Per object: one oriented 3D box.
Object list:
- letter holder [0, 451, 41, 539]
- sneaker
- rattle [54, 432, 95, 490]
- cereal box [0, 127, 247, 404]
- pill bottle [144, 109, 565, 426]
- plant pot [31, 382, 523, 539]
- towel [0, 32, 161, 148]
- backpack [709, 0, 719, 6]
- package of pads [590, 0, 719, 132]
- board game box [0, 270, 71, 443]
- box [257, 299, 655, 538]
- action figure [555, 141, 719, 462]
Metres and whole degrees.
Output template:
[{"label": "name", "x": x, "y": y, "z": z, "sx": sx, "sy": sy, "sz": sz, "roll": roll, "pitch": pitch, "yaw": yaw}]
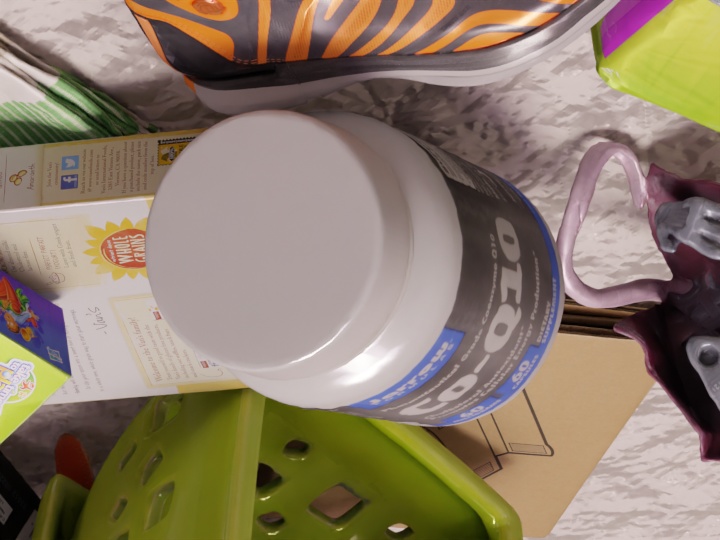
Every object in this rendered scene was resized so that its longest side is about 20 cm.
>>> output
[{"label": "letter holder", "x": -0.198, "y": 0.197, "z": 1.302, "sx": 0.142, "sy": 0.101, "sz": 0.200, "roll": -25, "pitch": 112, "yaw": 31}, {"label": "sneaker", "x": 0.002, "y": -0.119, "z": 0.942, "sx": 0.199, "sy": 0.078, "sz": 0.112, "roll": -17, "pitch": 146, "yaw": 18}, {"label": "rattle", "x": -0.107, "y": 0.186, "z": 1.342, "sx": 0.129, "sy": 0.144, "sz": 0.200, "roll": 2, "pitch": 156, "yaw": 22}, {"label": "cereal box", "x": -0.145, "y": 0.005, "z": 1.103, "sx": 0.199, "sy": 0.040, "sz": 0.144, "roll": -4, "pitch": 145, "yaw": 4}, {"label": "pill bottle", "x": 0.000, "y": 0.000, "z": 1.031, "sx": 0.113, "sy": 0.115, "sz": 0.200, "roll": -18, "pitch": 168, "yaw": 19}, {"label": "plant pot", "x": -0.051, "y": 0.174, "z": 1.213, "sx": 0.181, "sy": 0.200, "sz": 0.200, "roll": -32, "pitch": 125, "yaw": 30}, {"label": "towel", "x": -0.194, "y": -0.059, "z": 1.057, "sx": 0.152, "sy": 0.024, "sz": 0.200, "roll": -26, "pitch": 142, "yaw": 30}, {"label": "backpack", "x": 0.155, "y": -0.185, "z": 0.800, "sx": 0.199, "sy": 0.154, "sz": 0.176, "roll": -22, "pitch": 139, "yaw": 13}, {"label": "package of pads", "x": 0.201, "y": -0.101, "z": 1.002, "sx": 0.199, "sy": 0.069, "sz": 0.154, "roll": 18, "pitch": 140, "yaw": -30}, {"label": "board game box", "x": -0.232, "y": 0.059, "z": 1.056, "sx": 0.200, "sy": 0.045, "sz": 0.134, "roll": -42, "pitch": 125, "yaw": 20}, {"label": "box", "x": 0.046, "y": 0.072, "z": 1.288, "sx": 0.162, "sy": 0.021, "sz": 0.200, "roll": 6, "pitch": 146, "yaw": -14}, {"label": "action figure", "x": 0.170, "y": 0.033, "z": 1.173, "sx": 0.148, "sy": 0.135, "sz": 0.200, "roll": 24, "pitch": -176, "yaw": 21}]
